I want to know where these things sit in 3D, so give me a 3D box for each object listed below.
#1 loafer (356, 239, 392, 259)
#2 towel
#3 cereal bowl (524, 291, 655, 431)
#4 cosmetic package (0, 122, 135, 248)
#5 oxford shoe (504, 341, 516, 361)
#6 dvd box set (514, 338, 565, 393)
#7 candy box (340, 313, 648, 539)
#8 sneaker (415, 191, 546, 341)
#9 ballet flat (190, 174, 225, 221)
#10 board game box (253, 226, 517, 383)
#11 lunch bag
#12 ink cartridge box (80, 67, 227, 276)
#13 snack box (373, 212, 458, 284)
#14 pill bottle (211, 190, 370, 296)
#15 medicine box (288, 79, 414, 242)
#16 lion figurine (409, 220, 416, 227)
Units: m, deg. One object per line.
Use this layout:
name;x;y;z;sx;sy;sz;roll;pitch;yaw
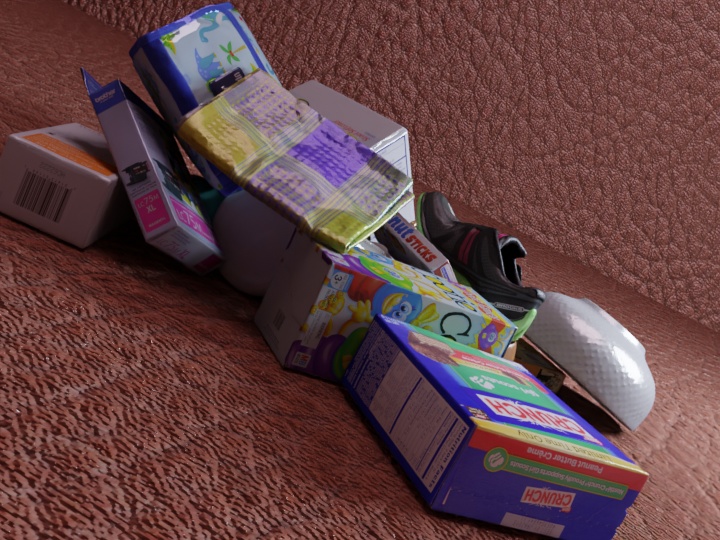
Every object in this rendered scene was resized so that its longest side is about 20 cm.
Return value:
loafer;0.000;0.000;1.034;0.070;0.070;0.200;-13;-27;12
towel;-0.057;-0.104;0.924;0.200;0.023;0.144;38;43;10
cereal bowl;0.271;0.093;1.188;0.200;0.083;0.200;41;2;-2
cosmetic package;-0.276;-0.088;0.985;0.101;0.071;0.200;24;10;-5
oxford shoe;0.074;0.067;1.052;0.200;0.071;0.071;18;15;-25
dvd box set;0.129;0.081;1.200;0.200;0.029;0.146;19;13;-29
candy box;0.099;0.125;0.809;0.169;0.077;0.200;20;13;-27
sneaker;0.128;-0.015;1.067;0.077;0.084;0.200;24;26;-55
ballet flat;-0.163;-0.062;1.126;0.072;0.072;0.200;31;3;28
board game box;0.022;0.049;0.923;0.200;0.103;0.105;20;12;-27
lunch bag;-0.147;-0.173;1.022;0.170;0.127;0.200;59;15;-11
ink cartridge box;-0.199;-0.100;0.972;0.200;0.042;0.119;62;5;20
snack box;0.052;-0.023;1.082;0.200;0.024;0.072;50;-11;54
pill bottle;-0.066;-0.034;1.081;0.116;0.116;0.200;29;12;17
medicine box;-0.029;-0.110;1.279;0.103;0.200;0.182;-33;48;-27
lion figurine;0.098;0.011;1.201;0.122;0.072;0.200;46;13;19
